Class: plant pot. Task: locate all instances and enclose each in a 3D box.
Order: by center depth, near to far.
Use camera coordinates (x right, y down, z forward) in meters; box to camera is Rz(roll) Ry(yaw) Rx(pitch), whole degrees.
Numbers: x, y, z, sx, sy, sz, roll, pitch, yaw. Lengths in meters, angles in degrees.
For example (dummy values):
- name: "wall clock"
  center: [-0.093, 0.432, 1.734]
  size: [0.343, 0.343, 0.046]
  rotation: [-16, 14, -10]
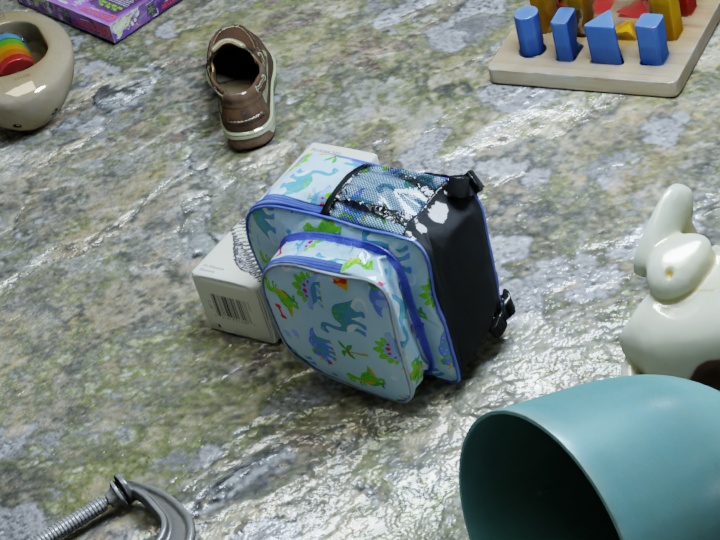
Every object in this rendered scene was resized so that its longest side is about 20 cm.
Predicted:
- name: "plant pot"
  center: [0.189, 0.162, 1.380]
  size: [0.160, 0.202, 0.200]
  rotation: [-21, 36, -27]

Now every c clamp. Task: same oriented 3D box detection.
- name: "c clamp"
  center: [-0.236, 0.221, 1.592]
  size: [0.199, 0.027, 0.171]
  rotation: [-27, 38, -13]

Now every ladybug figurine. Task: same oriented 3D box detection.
- name: "ladybug figurine"
  center: [-0.370, -0.211, 2.149]
  size: [0.135, 0.072, 0.200]
  rotation: [-21, 38, -7]

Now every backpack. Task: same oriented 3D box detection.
- name: "backpack"
  center: [0.000, 0.000, 1.655]
  size: [0.199, 0.184, 0.147]
  rotation: [19, 52, 36]

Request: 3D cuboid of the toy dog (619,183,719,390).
- name: "toy dog"
  center: [0.306, 0.043, 1.532]
  size: [0.199, 0.140, 0.194]
  rotation: [19, 62, 37]

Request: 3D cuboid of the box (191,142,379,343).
- name: "box"
  center: [-0.059, -0.027, 1.806]
  size: [0.082, 0.069, 0.200]
  rotation: [11, 46, 33]

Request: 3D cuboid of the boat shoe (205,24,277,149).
- name: "boat shoe"
  center: [-0.123, -0.209, 2.053]
  size: [0.074, 0.075, 0.203]
  rotation: [-17, 37, -2]

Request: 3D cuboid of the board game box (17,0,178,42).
- name: "board game box"
  center: [-0.298, -0.324, 2.303]
  size: [0.120, 0.032, 0.200]
  rotation: [-34, 40, -28]

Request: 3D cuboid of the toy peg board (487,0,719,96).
- name: "toy peg board"
  center: [0.245, -0.275, 1.983]
  size: [0.199, 0.098, 0.199]
  rotation: [7, 43, 28]
